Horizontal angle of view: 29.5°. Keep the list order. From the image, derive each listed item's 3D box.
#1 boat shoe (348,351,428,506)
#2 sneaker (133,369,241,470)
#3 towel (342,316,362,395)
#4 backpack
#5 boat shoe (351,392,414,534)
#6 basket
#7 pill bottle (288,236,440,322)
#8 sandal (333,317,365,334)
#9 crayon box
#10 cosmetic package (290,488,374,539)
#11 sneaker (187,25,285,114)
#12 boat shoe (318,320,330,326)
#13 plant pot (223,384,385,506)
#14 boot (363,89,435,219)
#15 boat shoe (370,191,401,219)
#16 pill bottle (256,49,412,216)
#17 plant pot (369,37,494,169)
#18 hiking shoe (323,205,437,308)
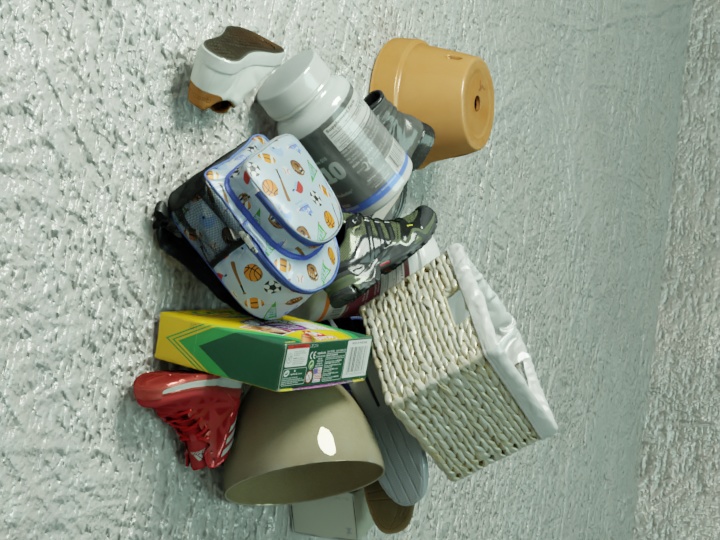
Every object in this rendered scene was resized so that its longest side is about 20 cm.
[{"bbox_3d":[0.043,0.194,1.727,0.071,0.071,0.203,-11,83,-70],"label":"boat shoe"},{"bbox_3d":[-0.187,0.172,1.539,0.199,0.077,0.118,2,89,-63],"label":"sneaker"},{"bbox_3d":[0.017,0.129,1.884,0.024,0.143,0.203,38,57,-49],"label":"towel"},{"bbox_3d":[-0.106,-0.049,1.556,0.192,0.153,0.200,58,35,-9],"label":"backpack"},{"bbox_3d":[0.025,0.242,1.793,0.072,0.071,0.203,140,-63,-80],"label":"boat shoe"},{"bbox_3d":[0.122,0.119,1.711,0.200,0.159,0.200,50,15,-40],"label":"basket"},{"bbox_3d":[0.000,0.000,1.776,0.198,0.114,0.116,-7,100,-32],"label":"pill bottle"},{"bbox_3d":[0.014,0.095,1.836,0.048,0.201,0.076,-32,147,-8],"label":"sandal"},{"bbox_3d":[-0.108,0.087,1.571,0.199,0.170,0.059,1,101,-62],"label":"crayon box"},{"bbox_3d":[-0.008,0.294,1.890,0.200,0.102,0.074,-34,122,-61],"label":"cosmetic package"},{"bbox_3d":[-0.153,-0.234,1.609,0.085,0.072,0.200,-64,169,22],"label":"sneaker"},{"bbox_3d":[-0.051,0.157,1.810,0.093,0.073,0.202,-75,164,-49],"label":"boat shoe"},{"bbox_3d":[-0.077,0.195,1.667,0.200,0.198,0.136,31,45,-61],"label":"plant pot"},{"bbox_3d":[0.012,-0.146,1.941,0.131,0.069,0.202,25,88,-38],"label":"boot"},{"bbox_3d":[-0.028,-0.072,1.861,0.201,0.092,0.075,-53,137,-3],"label":"boat shoe"},{"bbox_3d":[-0.034,-0.173,1.728,0.200,0.113,0.115,49,45,-24],"label":"pill bottle"},{"bbox_3d":[0.115,-0.250,2.059,0.199,0.138,0.204,-12,103,-62],"label":"plant pot"},{"bbox_3d":[0.014,-0.043,1.688,0.199,0.076,0.101,-37,90,-36],"label":"hiking shoe"}]
